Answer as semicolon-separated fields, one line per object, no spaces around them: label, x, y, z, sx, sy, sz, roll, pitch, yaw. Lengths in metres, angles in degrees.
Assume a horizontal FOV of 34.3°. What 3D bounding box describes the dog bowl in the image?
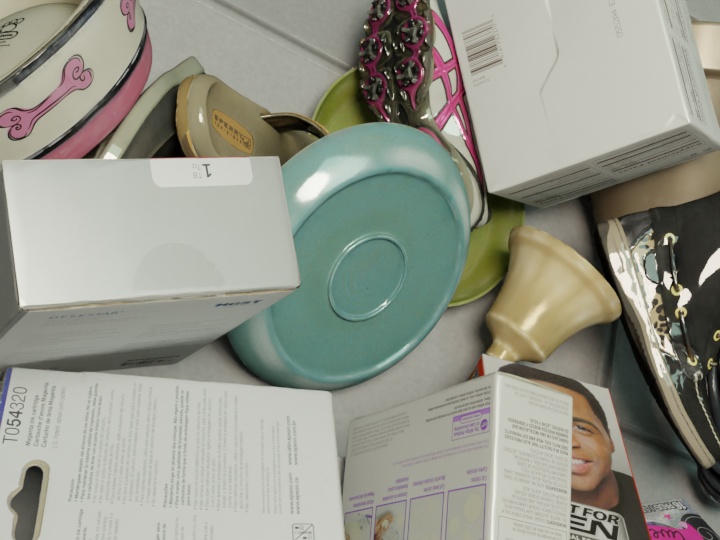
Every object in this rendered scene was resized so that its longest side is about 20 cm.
dog bowl;-0.212;-0.121;0.695;0.202;0.198;0.074;-60;137;-30

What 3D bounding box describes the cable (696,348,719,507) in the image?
cable;0.323;0.097;0.970;0.163;0.050;0.203;39;65;-52

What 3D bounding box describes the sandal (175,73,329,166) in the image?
sandal;-0.046;-0.075;0.768;0.199;0.053;0.082;30;51;-56

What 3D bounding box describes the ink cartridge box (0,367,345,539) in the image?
ink cartridge box;-0.106;0.142;0.635;0.196;0.044;0.198;5;40;-10

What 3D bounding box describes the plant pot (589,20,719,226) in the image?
plant pot;0.266;-0.096;0.971;0.197;0.199;0.177;5;86;-28

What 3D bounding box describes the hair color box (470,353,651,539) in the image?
hair color box;0.118;0.145;0.735;0.100;0.062;0.201;15;30;-10

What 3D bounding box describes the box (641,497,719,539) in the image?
box;0.160;0.247;0.787;0.197;0.134;0.115;-1;32;-30

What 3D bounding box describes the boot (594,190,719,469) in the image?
boot;0.276;0.032;0.876;0.149;0.073;0.203;-23;86;6

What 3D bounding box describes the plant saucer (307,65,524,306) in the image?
plant saucer;0.040;-0.065;0.909;0.197;0.031;0.203;10;68;-26

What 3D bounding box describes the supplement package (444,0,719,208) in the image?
supplement package;0.160;-0.168;0.863;0.110;0.154;0.203;8;67;-59

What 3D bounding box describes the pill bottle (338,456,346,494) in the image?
pill bottle;-0.019;0.224;0.726;0.109;0.111;0.204;9;69;-27

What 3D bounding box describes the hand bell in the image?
hand bell;0.092;0.076;0.857;0.104;0.104;0.201;43;78;-10

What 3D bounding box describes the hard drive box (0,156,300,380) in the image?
hard drive box;-0.147;0.005;0.673;0.154;0.199;0.078;-4;77;-31

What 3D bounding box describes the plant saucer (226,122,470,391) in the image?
plant saucer;0.000;0.000;0.787;0.198;0.027;0.203;-19;126;-27

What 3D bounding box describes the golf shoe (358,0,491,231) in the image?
golf shoe;0.052;-0.123;0.883;0.091;0.072;0.204;3;77;-48

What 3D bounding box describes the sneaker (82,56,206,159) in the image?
sneaker;-0.110;-0.068;0.755;0.106;0.075;0.201;47;25;-12

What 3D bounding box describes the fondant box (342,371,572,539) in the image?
fondant box;0.045;0.171;0.629;0.058;0.144;0.203;19;64;-28
